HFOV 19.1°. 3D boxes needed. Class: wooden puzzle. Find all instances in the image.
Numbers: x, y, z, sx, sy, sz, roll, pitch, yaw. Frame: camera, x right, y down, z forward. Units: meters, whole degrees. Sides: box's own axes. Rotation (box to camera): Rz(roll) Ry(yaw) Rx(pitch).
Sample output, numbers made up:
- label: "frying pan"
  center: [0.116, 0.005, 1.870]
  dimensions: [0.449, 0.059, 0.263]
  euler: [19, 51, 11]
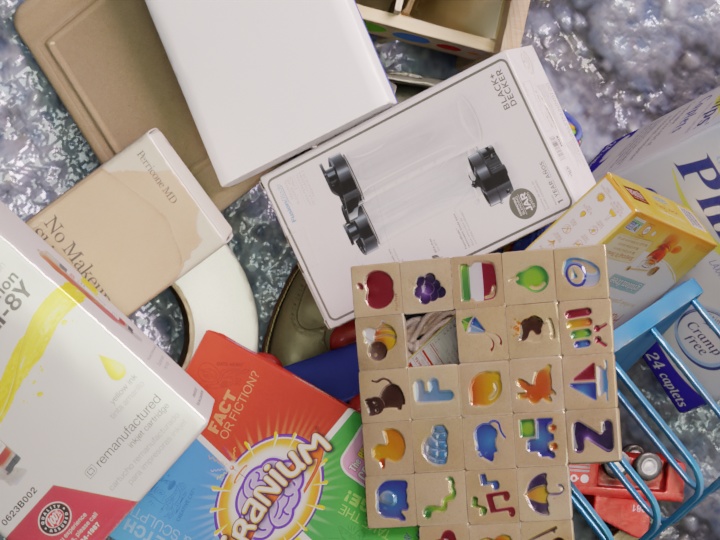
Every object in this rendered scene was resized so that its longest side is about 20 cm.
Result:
- label: "wooden puzzle"
  center: [-0.118, -0.147, 1.477]
  dimensions: [0.184, 0.037, 0.201]
  euler: [-36, 82, 12]

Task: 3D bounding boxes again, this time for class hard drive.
- label: "hard drive"
  center: [-0.072, -0.175, 1.429]
  dimensions: [0.131, 0.025, 0.202]
  euler: [-25, 84, 17]

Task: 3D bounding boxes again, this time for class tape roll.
- label: "tape roll"
  center: [-0.170, 0.045, 1.504]
  dimensions: [0.201, 0.037, 0.205]
  euler: [0, 90, -12]

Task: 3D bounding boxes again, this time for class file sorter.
- label: "file sorter"
  center: [0.169, 0.125, 1.445]
  dimensions: [0.199, 0.139, 0.123]
  euler: [-30, 74, -36]

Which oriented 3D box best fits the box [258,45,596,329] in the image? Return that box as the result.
- label: "box"
  center: [0.045, -0.055, 1.427]
  dimensions: [0.199, 0.060, 0.117]
  euler: [-27, 89, 23]

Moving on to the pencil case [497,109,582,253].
- label: "pencil case"
  center: [0.105, -0.020, 1.502]
  dimensions: [0.078, 0.087, 0.202]
  euler: [-13, 122, -36]

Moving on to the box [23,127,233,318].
- label: "box"
  center: [-0.190, 0.000, 1.423]
  dimensions: [0.199, 0.078, 0.095]
  euler: [-37, 95, 3]

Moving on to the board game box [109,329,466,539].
- label: "board game box"
  center: [-0.047, 0.152, 1.398]
  dimensions: [0.199, 0.040, 0.154]
  euler: [27, 89, 14]

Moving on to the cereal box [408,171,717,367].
- label: "cereal box"
  center: [0.129, 0.026, 1.415]
  dimensions: [0.200, 0.144, 0.040]
  euler: [-44, 64, 18]

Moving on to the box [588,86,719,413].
- label: "box"
  center: [0.266, -0.026, 1.502]
  dimensions: [0.185, 0.199, 0.105]
  euler: [55, 45, -7]

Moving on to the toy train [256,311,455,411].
- label: "toy train"
  center: [0.015, 0.098, 1.489]
  dimensions: [0.198, 0.085, 0.116]
  euler: [-19, 134, 4]

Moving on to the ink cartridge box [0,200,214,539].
- label: "ink cartridge box"
  center: [-0.212, 0.074, 1.349]
  dimensions: [0.200, 0.083, 0.145]
  euler: [42, 94, -5]

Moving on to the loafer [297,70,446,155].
- label: "loafer"
  center: [0.008, -0.114, 1.522]
  dimensions: [0.198, 0.070, 0.071]
  euler: [0, 90, -12]

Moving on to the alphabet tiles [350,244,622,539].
- label: "alphabet tiles"
  center: [0.080, 0.091, 1.342]
  dimensions: [0.166, 0.008, 0.202]
  euler: [-5, 87, 16]

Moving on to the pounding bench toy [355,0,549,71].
- label: "pounding bench toy"
  center: [0.042, -0.222, 1.463]
  dimensions: [0.155, 0.200, 0.125]
  euler: [13, 88, -12]

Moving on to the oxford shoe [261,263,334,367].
- label: "oxford shoe"
  center: [0.000, 0.000, 1.519]
  dimensions: [0.070, 0.075, 0.201]
  euler: [36, 84, -10]

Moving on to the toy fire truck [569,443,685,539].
- label: "toy fire truck"
  center: [0.182, 0.199, 1.570]
  dimensions: [0.198, 0.049, 0.143]
  euler: [5, 92, -9]
